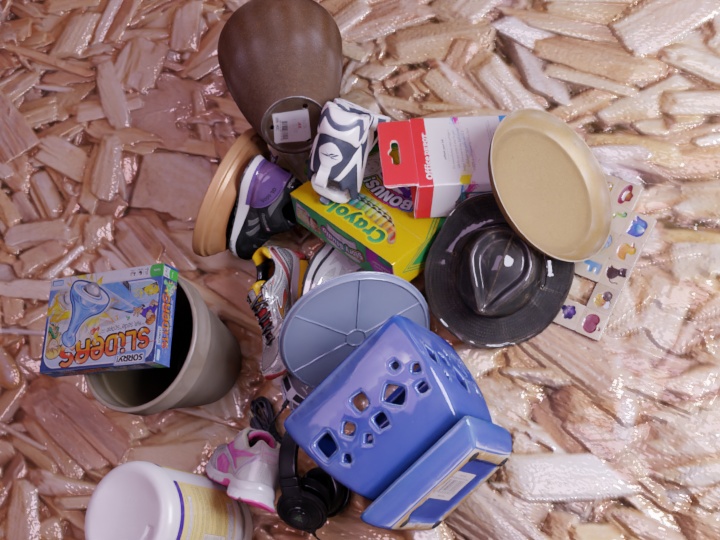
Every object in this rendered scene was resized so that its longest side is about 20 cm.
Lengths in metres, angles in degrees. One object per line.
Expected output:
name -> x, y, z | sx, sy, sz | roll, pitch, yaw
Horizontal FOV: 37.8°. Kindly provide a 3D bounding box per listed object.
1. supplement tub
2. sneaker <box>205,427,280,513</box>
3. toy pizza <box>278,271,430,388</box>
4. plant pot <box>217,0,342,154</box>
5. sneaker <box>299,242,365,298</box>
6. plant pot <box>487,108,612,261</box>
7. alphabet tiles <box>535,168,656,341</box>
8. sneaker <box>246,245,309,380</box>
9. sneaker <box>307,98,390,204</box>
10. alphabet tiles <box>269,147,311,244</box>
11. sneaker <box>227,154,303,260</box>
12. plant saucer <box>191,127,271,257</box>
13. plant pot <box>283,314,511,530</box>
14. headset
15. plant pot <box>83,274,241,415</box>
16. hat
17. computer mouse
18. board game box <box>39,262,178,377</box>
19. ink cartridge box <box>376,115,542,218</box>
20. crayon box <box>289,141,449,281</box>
supplement tub -> -0.247, 0.335, 1.382 | 0.145, 0.200, 0.146 | -10, 68, 26
sneaker -> -0.143, 0.252, 1.390 | 0.200, 0.081, 0.089 | 8, 74, 67
toy pizza -> -0.009, 0.077, 1.349 | 0.200, 0.200, 0.032 | -37, 38, 13
plant pot -> -0.104, -0.259, 1.483 | 0.186, 0.187, 0.201 | -31, 40, 16
sneaker -> 0.000, 0.000, 1.421 | 0.115, 0.076, 0.201 | 11, 65, 31
plant pot -> 0.227, -0.101, 1.279 | 0.027, 0.199, 0.201 | -31, 56, 49
alphabet tiles -> 0.272, -0.032, 1.334 | 0.167, 0.008, 0.201 | 25, 86, 34
sneaker -> -0.125, 0.058, 1.464 | 0.078, 0.082, 0.201 | -32, 48, 43
sneaker -> -0.022, -0.153, 1.391 | 0.079, 0.199, 0.130 | 22, 103, 1
alphabet tiles -> -0.069, -0.141, 1.564 | 0.166, 0.006, 0.200 | -46, 57, 8
sneaker -> -0.131, -0.069, 1.490 | 0.087, 0.200, 0.076 | 25, 54, 6
plant saucer -> -0.179, -0.107, 1.516 | 0.037, 0.200, 0.201 | 26, 86, 5
plant pot -> 0.059, 0.197, 1.266 | 0.200, 0.200, 0.180 | -44, 63, 8
headset -> -0.071, 0.295, 1.350 | 0.093, 0.123, 0.201 | -11, 91, 22
plant pot -> -0.261, 0.117, 1.483 | 0.199, 0.173, 0.201 | -10, 67, 26
hat -> 0.169, 0.005, 1.284 | 0.199, 0.081, 0.202 | 1, 99, 7
computer mouse -> -0.072, 0.163, 1.440 | 0.200, 0.044, 0.110 | -50, 50, 12
board game box -> -0.340, 0.069, 1.420 | 0.199, 0.034, 0.136 | -8, 69, 26
ink cartridge box -> 0.123, -0.134, 1.351 | 0.199, 0.067, 0.117 | -3, 54, -3
crayon box -> 0.036, -0.085, 1.406 | 0.172, 0.058, 0.200 | -37, 53, -26
